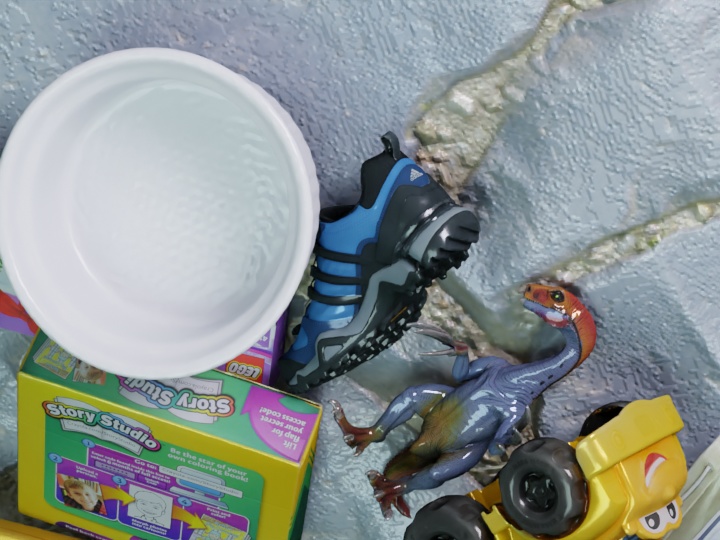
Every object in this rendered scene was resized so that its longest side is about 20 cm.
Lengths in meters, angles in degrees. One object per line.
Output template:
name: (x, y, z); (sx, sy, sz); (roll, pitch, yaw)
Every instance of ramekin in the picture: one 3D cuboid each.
ramekin: (-0.119, -0.039, 1.571); (0.199, 0.098, 0.202); (1, 97, 9)

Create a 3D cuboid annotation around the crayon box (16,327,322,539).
crayon box: (-0.133, 0.128, 1.723); (0.199, 0.058, 0.173); (18, 141, 6)

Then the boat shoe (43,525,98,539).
boat shoe: (-0.224, 0.225, 1.834); (0.199, 0.067, 0.074); (-12, 118, 23)

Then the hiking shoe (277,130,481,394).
hiking shoe: (0.000, 0.000, 1.628); (0.087, 0.074, 0.200); (53, 130, 14)

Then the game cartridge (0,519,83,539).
game cartridge: (-0.226, 0.272, 1.793); (0.199, 0.032, 0.177); (14, 106, -2)

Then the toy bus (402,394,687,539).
toy bus: (0.144, 0.201, 1.616); (0.200, 0.135, 0.193); (-37, 77, 35)

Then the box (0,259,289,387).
box: (-0.143, -0.003, 1.677); (0.199, 0.039, 0.138); (15, 124, 8)

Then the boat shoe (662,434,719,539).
boat shoe: (0.208, 0.183, 1.680); (0.062, 0.072, 0.200); (48, 123, 14)

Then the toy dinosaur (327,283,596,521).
toy dinosaur: (0.074, 0.078, 1.659); (0.181, 0.200, 0.106); (-27, 81, 3)
